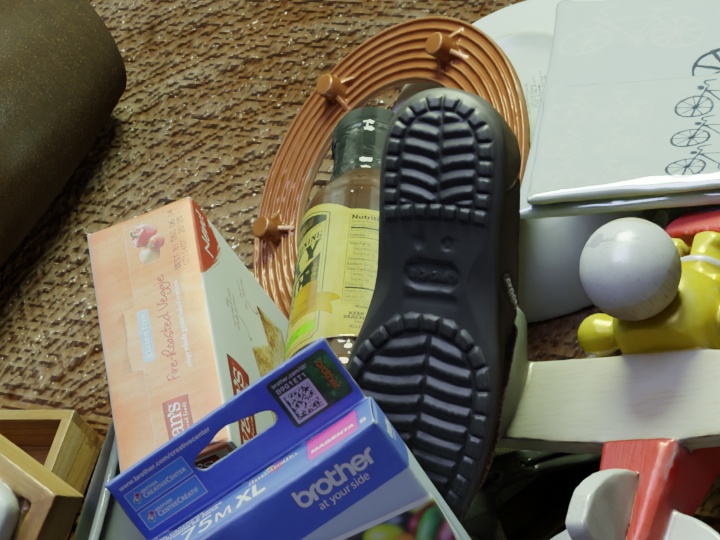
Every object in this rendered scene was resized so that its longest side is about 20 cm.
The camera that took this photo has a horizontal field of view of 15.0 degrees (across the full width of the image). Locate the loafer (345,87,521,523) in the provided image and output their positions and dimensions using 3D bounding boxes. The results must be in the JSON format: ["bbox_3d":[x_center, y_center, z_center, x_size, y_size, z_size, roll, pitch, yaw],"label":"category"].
[{"bbox_3d":[0.043,0.020,1.192,0.073,0.071,0.201,15,102,23],"label":"loafer"}]

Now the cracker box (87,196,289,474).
[{"bbox_3d":[-0.055,0.075,1.282,0.057,0.200,0.134,-20,56,12],"label":"cracker box"}]

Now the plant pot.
[{"bbox_3d":[-0.239,-0.083,1.581,0.200,0.187,0.187,-40,42,-23],"label":"plant pot"}]

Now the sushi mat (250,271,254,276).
[{"bbox_3d":[-0.043,0.060,1.438,0.200,0.012,0.096,27,73,43],"label":"sushi mat"}]

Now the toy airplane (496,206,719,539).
[{"bbox_3d":[0.128,0.046,1.199,0.199,0.142,0.199,-29,29,-3],"label":"toy airplane"}]

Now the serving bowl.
[{"bbox_3d":[0.089,-0.072,1.423,0.199,0.066,0.201,-17,48,19],"label":"serving bowl"}]

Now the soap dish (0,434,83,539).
[{"bbox_3d":[-0.244,0.129,1.399,0.200,0.081,0.158,32,106,27],"label":"soap dish"}]

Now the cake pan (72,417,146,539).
[{"bbox_3d":[-0.126,0.163,1.305,0.037,0.200,0.201,16,56,-7],"label":"cake pan"}]

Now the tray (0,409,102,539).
[{"bbox_3d":[-0.243,0.127,1.495,0.199,0.037,0.099,-1,55,31],"label":"tray"}]

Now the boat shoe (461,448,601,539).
[{"bbox_3d":[0.047,0.122,1.266,0.201,0.072,0.066,-36,47,-29],"label":"boat shoe"}]

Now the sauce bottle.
[{"bbox_3d":[0.000,0.000,1.310,0.064,0.065,0.201,-18,37,19],"label":"sauce bottle"}]

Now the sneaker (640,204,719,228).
[{"bbox_3d":[0.227,-0.045,1.303,0.199,0.075,0.082,22,48,29],"label":"sneaker"}]

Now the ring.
[{"bbox_3d":[0.009,-0.038,1.409,0.200,0.019,0.201,-25,54,40],"label":"ring"}]

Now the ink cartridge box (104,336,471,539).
[{"bbox_3d":[-0.006,0.142,1.161,0.119,0.200,0.042,-33,13,5],"label":"ink cartridge box"}]

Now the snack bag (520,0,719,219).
[{"bbox_3d":[0.176,-0.092,1.316,0.187,0.021,0.200,-5,34,15],"label":"snack bag"}]
